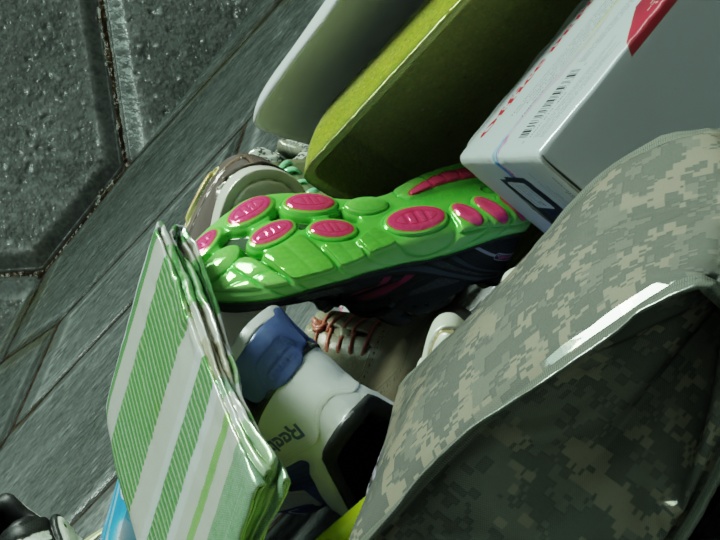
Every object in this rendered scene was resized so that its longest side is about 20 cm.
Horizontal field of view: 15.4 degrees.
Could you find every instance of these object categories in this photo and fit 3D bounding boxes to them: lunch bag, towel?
[{"bbox_3d":[0.101,0.047,1.067,0.200,0.118,0.164,-49,9,25],"label":"lunch bag"},{"bbox_3d":[-0.088,0.092,1.359,0.200,0.023,0.153,-116,36,-45],"label":"towel"}]

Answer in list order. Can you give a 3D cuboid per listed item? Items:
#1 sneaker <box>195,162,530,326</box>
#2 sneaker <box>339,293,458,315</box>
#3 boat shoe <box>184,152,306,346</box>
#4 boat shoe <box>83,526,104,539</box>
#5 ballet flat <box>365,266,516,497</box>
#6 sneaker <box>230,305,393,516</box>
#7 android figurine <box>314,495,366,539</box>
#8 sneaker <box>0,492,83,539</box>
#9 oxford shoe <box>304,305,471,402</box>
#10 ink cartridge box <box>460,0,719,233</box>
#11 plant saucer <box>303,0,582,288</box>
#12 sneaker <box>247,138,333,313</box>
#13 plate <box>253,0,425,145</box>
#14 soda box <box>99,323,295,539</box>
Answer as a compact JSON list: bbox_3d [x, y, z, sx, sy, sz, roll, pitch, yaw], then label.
[{"bbox_3d":[0.000,0.000,1.439,0.077,0.200,0.084,-118,27,-46],"label":"sneaker"},{"bbox_3d":[0.035,-0.021,1.677,0.087,0.074,0.200,-45,16,19],"label":"sneaker"},{"bbox_3d":[-0.082,0.032,1.491,0.060,0.072,0.200,-141,65,-64],"label":"boat shoe"},{"bbox_3d":[-0.141,0.186,1.655,0.201,0.072,0.066,-47,5,-16],"label":"boat shoe"},{"bbox_3d":[0.072,0.037,1.241,0.200,0.072,0.072,-33,15,15],"label":"ballet flat"},{"bbox_3d":[-0.014,0.104,1.431,0.081,0.115,0.199,-50,-18,-14],"label":"sneaker"},{"bbox_3d":[-0.011,0.173,1.279,0.200,0.041,0.182,-43,12,18],"label":"android figurine"},{"bbox_3d":[-0.164,0.176,1.397,0.076,0.088,0.200,-26,23,-24],"label":"sneaker"},{"bbox_3d":[0.000,0.055,1.538,0.200,0.075,0.070,-32,17,53],"label":"oxford shoe"},{"bbox_3d":[0.141,-0.087,1.343,0.146,0.083,0.200,-51,8,-4],"label":"ink cartridge box"},{"bbox_3d":[0.077,-0.104,1.499,0.200,0.200,0.048,-46,52,11],"label":"plant saucer"},{"bbox_3d":[-0.034,-0.035,1.568,0.077,0.089,0.200,-61,3,11],"label":"sneaker"},{"bbox_3d":[0.053,-0.146,1.501,0.200,0.200,0.032,-56,48,20],"label":"plate"},{"bbox_3d":[-0.102,0.114,1.559,0.064,0.068,0.200,-155,81,-77],"label":"soda box"}]
